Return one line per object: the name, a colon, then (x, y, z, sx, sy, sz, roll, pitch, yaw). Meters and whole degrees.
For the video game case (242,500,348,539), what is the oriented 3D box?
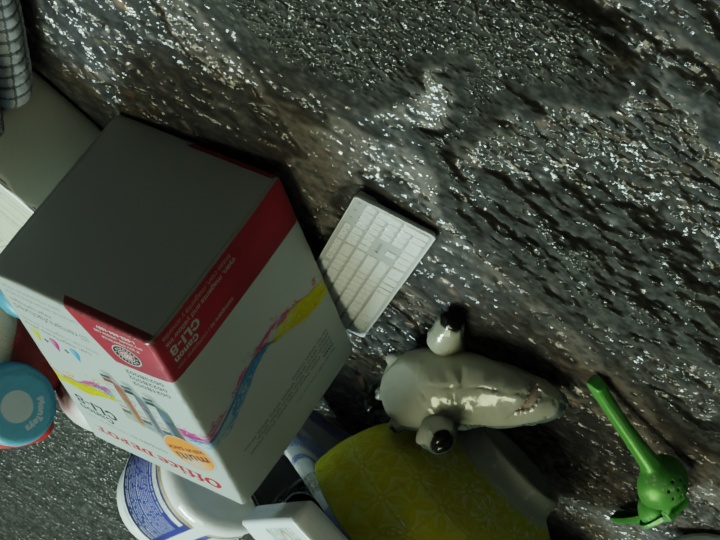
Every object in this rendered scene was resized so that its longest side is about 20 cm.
video game case: (0.000, 0.233, 1.326, 0.182, 0.024, 0.200, 48, 165, -3)

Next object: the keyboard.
keyboard: (0.000, 0.000, 1.255, 0.056, 0.011, 0.200, 32, 156, 0)

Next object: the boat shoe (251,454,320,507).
boat shoe: (-0.036, 0.194, 1.477, 0.199, 0.074, 0.066, 50, -176, 37)

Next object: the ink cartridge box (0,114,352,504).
ink cartridge box: (-0.119, 0.029, 1.274, 0.145, 0.145, 0.200, 21, 153, 30)

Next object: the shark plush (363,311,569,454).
shark plush: (0.057, 0.094, 1.307, 0.083, 0.091, 0.200, 8, 161, -25)

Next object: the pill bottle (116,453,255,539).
pill bottle: (-0.139, 0.181, 1.641, 0.116, 0.116, 0.200, 36, 156, -10)

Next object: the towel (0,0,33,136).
towel: (-0.308, -0.175, 1.199, 0.199, 0.086, 0.166, 26, 155, 13)

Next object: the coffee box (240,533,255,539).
coffee box: (-0.015, 0.299, 1.531, 0.199, 0.114, 0.080, 23, -173, 19)

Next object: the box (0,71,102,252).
box: (-0.260, -0.068, 1.353, 0.095, 0.078, 0.200, 43, 154, -24)

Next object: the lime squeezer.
lime squeezer: (0.186, 0.144, 1.276, 0.070, 0.038, 0.200, 21, 155, 24)

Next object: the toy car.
toy car: (-0.215, 0.059, 1.506, 0.199, 0.178, 0.184, 10, 180, -24)

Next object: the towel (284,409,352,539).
towel: (-0.008, 0.161, 1.421, 0.147, 0.024, 0.200, 41, -172, -45)

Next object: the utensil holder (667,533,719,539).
utensil holder: (0.263, 0.305, 1.332, 0.200, 0.170, 0.170, 45, 153, -25)

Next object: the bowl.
bowl: (0.074, 0.169, 1.342, 0.200, 0.108, 0.200, 44, -172, -8)
